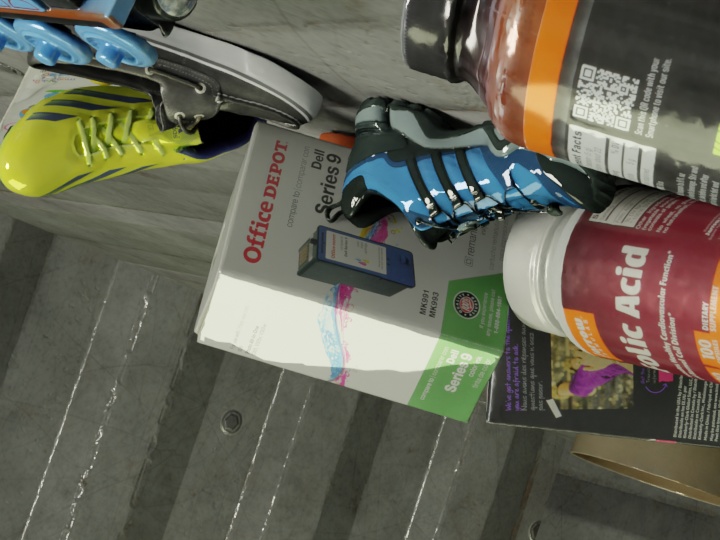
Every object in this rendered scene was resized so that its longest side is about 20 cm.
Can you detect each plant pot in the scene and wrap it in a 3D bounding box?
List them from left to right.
[{"bbox_3d":[0.336,0.161,1.956,0.199,0.135,0.200,18,174,2],"label":"plant pot"}]

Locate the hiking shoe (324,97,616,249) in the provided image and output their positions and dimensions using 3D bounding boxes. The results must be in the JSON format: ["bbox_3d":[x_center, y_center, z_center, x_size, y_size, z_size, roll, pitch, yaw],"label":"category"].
[{"bbox_3d":[0.073,-0.050,1.180,0.199,0.087,0.074,14,172,39],"label":"hiking shoe"}]

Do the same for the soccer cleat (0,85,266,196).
[{"bbox_3d":[-0.152,-0.095,1.257,0.199,0.065,0.083,-19,-158,-38],"label":"soccer cleat"}]

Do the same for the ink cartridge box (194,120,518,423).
[{"bbox_3d":[0.000,0.000,1.266,0.198,0.146,0.088,16,138,-5],"label":"ink cartridge box"}]

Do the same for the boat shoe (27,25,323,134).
[{"bbox_3d":[-0.125,-0.124,1.220,0.199,0.067,0.070,21,173,-15],"label":"boat shoe"}]

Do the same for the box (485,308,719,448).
[{"bbox_3d":[0.203,0.073,1.480,0.198,0.107,0.122,6,-174,5],"label":"box"}]

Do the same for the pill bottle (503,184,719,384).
[{"bbox_3d":[0.194,0.007,1.177,0.199,0.115,0.114,11,170,46],"label":"pill bottle"}]

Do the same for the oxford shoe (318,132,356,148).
[{"bbox_3d":[0.052,-0.041,1.369,0.199,0.073,0.071,17,173,20],"label":"oxford shoe"}]

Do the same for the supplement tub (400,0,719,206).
[{"bbox_3d":[0.118,-0.084,0.692,0.199,0.108,0.107,18,174,13],"label":"supplement tub"}]

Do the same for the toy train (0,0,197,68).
[{"bbox_3d":[-0.172,-0.164,0.969,0.199,0.087,0.114,13,165,44],"label":"toy train"}]

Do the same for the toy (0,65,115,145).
[{"bbox_3d":[-0.203,-0.139,1.355,0.114,0.048,0.200,-4,172,-21],"label":"toy"}]
